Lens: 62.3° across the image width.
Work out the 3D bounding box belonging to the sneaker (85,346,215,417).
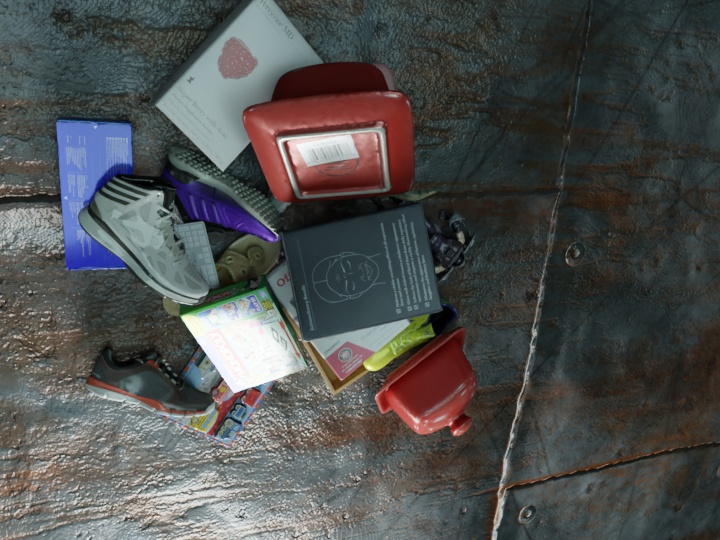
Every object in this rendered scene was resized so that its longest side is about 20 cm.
[{"bbox_3d":[-0.315,0.170,0.922,0.197,0.077,0.084,20,83,-22],"label":"sneaker"}]

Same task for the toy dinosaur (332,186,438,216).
[{"bbox_3d":[0.011,-0.118,0.881,0.196,0.048,0.089,20,119,-12],"label":"toy dinosaur"}]

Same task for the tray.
[{"bbox_3d":[-0.053,0.110,1.038,0.098,0.037,0.202,-32,116,-10],"label":"tray"}]

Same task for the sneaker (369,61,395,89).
[{"bbox_3d":[0.023,-0.215,0.917,0.074,0.105,0.204,9,104,-22],"label":"sneaker"}]

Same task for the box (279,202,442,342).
[{"bbox_3d":[0.000,0.000,0.837,0.196,0.107,0.152,-12,93,-3],"label":"box"}]

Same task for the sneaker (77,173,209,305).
[{"bbox_3d":[-0.264,-0.047,0.796,0.200,0.076,0.115,41,107,-19],"label":"sneaker"}]

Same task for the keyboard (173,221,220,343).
[{"bbox_3d":[-0.237,0.022,0.884,0.055,0.011,0.204,-5,120,2],"label":"keyboard"}]

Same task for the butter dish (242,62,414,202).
[{"bbox_3d":[-0.032,-0.194,0.764,0.195,0.151,0.200,-4,154,5],"label":"butter dish"}]

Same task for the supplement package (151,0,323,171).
[{"bbox_3d":[-0.170,-0.258,0.809,0.200,0.120,0.121,-47,118,-2],"label":"supplement package"}]

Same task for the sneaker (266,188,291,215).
[{"bbox_3d":[-0.111,-0.178,0.903,0.081,0.075,0.203,22,93,-12],"label":"sneaker"}]

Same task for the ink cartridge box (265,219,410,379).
[{"bbox_3d":[-0.036,0.043,0.933,0.145,0.085,0.201,-38,92,2],"label":"ink cartridge box"}]

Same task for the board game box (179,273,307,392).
[{"bbox_3d":[-0.173,0.103,0.917,0.132,0.029,0.202,-19,134,2],"label":"board game box"}]

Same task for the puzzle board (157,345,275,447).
[{"bbox_3d":[-0.226,0.190,1.003,0.150,0.017,0.202,34,92,-29],"label":"puzzle board"}]

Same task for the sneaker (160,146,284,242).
[{"bbox_3d":[-0.206,-0.085,0.865,0.198,0.070,0.100,34,109,0],"label":"sneaker"}]

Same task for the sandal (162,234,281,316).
[{"bbox_3d":[-0.205,0.014,0.919,0.209,0.070,0.079,-31,117,-11],"label":"sandal"}]

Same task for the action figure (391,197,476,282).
[{"bbox_3d":[0.122,-0.059,1.038,0.199,0.069,0.132,34,86,-33],"label":"action figure"}]

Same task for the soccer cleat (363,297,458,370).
[{"bbox_3d":[0.089,0.111,1.055,0.199,0.083,0.066,-34,119,-22],"label":"soccer cleat"}]

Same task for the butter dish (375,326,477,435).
[{"bbox_3d":[0.141,0.225,1.062,0.199,0.149,0.200,-36,159,-8],"label":"butter dish"}]

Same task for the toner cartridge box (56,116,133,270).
[{"bbox_3d":[-0.363,-0.105,0.825,0.093,0.043,0.204,-2,109,-23],"label":"toner cartridge box"}]
